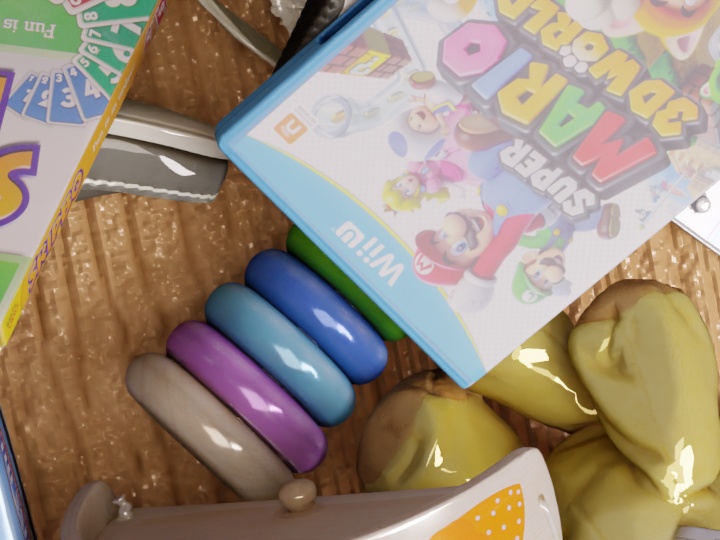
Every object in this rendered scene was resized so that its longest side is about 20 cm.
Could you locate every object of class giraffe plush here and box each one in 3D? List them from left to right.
[{"bbox_3d":[0.115,0.100,1.127,0.200,0.162,0.173,27,90,30],"label":"giraffe plush"}]

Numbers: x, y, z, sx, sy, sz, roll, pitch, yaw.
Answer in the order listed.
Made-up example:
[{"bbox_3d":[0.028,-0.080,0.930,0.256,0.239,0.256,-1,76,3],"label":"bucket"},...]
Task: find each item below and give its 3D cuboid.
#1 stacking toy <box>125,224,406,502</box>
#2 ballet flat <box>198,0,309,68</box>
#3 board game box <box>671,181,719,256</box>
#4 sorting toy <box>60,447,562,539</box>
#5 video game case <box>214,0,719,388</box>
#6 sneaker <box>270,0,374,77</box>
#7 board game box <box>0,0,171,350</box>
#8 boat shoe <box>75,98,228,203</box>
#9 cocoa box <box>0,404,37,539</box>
[{"bbox_3d":[0.000,0.000,1.138,0.085,0.085,0.200,44,83,-10],"label":"stacking toy"},{"bbox_3d":[-0.049,-0.137,1.114,0.072,0.072,0.200,-38,99,-1],"label":"ballet flat"},{"bbox_3d":[0.209,-0.087,1.173,0.200,0.026,0.200,35,91,-10],"label":"board game box"},{"bbox_3d":[-0.017,0.171,1.054,0.200,0.107,0.180,-7,109,30],"label":"sorting toy"},{"bbox_3d":[0.067,-0.066,1.033,0.200,0.018,0.143,-40,113,12],"label":"video game case"},{"bbox_3d":[0.058,-0.109,1.066,0.121,0.084,0.200,35,95,-9],"label":"sneaker"},{"bbox_3d":[-0.144,-0.060,1.057,0.096,0.030,0.200,20,67,7],"label":"board game box"},{"bbox_3d":[-0.150,-0.046,1.110,0.202,0.072,0.060,9,96,-2],"label":"boat shoe"},{"bbox_3d":[-0.229,0.109,1.087,0.200,0.131,0.133,-14,99,-5],"label":"cocoa box"}]
